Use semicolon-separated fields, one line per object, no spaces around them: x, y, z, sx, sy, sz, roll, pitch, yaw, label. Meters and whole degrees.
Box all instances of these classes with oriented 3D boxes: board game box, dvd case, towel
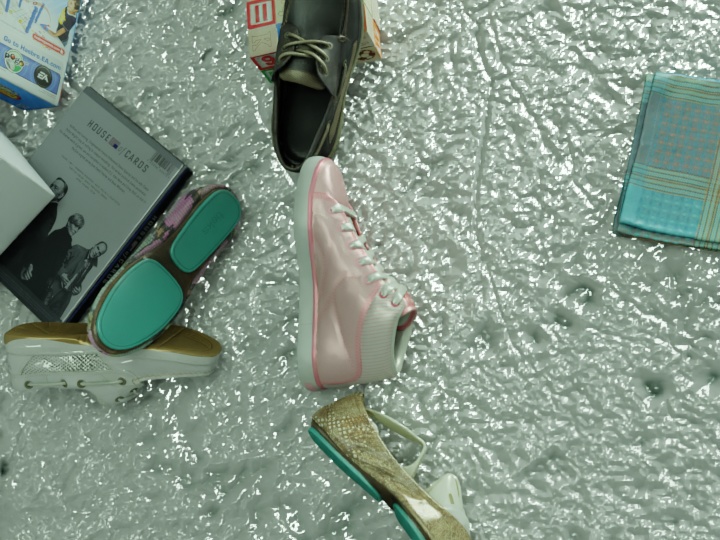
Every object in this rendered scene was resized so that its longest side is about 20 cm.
-0.360;-0.284;1.052;0.055;0.199;0.199;0;74;35;board game box
-0.274;-0.059;1.062;0.150;0.025;0.201;38;88;22;dvd case
0.318;-0.083;0.903;0.197;0.022;0.149;11;79;18;towel

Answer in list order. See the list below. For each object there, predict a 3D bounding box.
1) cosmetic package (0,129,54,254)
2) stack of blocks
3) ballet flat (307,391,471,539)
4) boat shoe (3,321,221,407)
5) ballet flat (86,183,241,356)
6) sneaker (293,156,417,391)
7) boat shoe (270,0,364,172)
-0.433;-0.078;1.044;0.200;0.123;0.199;-47;57;1;cosmetic package
-0.049;-0.291;1.042;0.114;0.059;0.203;-10;73;13;stack of blocks
0.041;0.174;0.890;0.065;0.071;0.200;-40;72;-13;ballet flat
-0.221;0.087;0.991;0.197;0.071;0.070;3;102;8;boat shoe
-0.181;0.000;0.979;0.071;0.069;0.201;-6;41;47;ballet flat
0.000;0.000;0.941;0.103;0.075;0.203;-4;82;19;sneaker
-0.039;-0.178;0.954;0.073;0.073;0.203;7;113;6;boat shoe
